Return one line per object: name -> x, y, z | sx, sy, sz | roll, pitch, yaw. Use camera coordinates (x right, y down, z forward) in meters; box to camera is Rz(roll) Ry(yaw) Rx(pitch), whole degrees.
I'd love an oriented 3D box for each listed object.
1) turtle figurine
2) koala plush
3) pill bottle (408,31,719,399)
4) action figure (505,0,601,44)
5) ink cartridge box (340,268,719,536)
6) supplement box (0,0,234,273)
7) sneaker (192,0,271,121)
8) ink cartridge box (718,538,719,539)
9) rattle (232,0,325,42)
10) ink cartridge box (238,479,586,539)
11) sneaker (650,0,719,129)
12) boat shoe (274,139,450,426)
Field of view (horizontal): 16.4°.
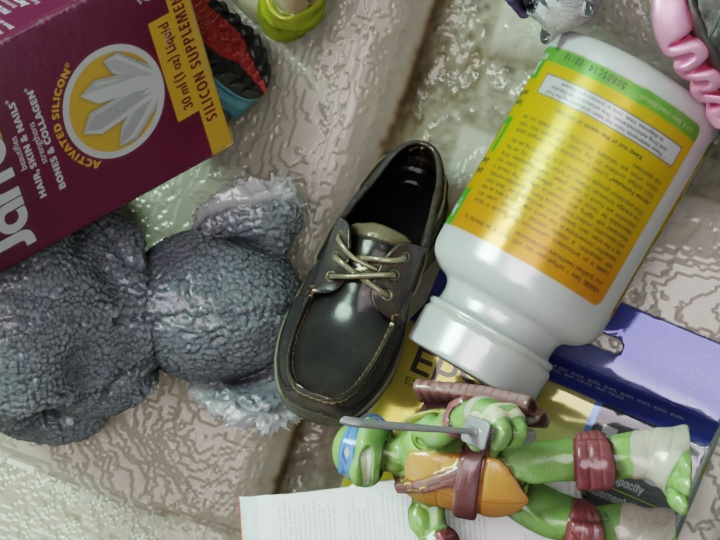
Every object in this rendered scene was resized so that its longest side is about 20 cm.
turtle figurine -> 0.078, 0.138, 1.345 | 0.194, 0.200, 0.144 | 5, 96, 1
koala plush -> -0.126, 0.024, 1.489 | 0.200, 0.184, 0.178 | 1, 92, 0
pill bottle -> 0.112, -0.027, 1.440 | 0.111, 0.111, 0.200 | 30, 88, 10
action figure -> 0.092, -0.226, 1.411 | 0.105, 0.200, 0.194 | -17, 82, 15
ink cartridge box -> 0.104, 0.107, 1.495 | 0.197, 0.047, 0.200 | 22, 98, 11
supplement box -> -0.189, -0.095, 1.397 | 0.200, 0.103, 0.131 | -31, 125, -24
sneaker -> -0.153, -0.155, 1.519 | 0.200, 0.079, 0.096 | 48, 124, 1
ink cartridge box -> 0.313, 0.202, 1.430 | 0.146, 0.083, 0.200 | -38, 84, 10
rattle -> -0.058, -0.245, 1.511 | 0.143, 0.130, 0.200 | -42, 56, 0
ink cartridge box -> 0.034, 0.176, 1.453 | 0.200, 0.050, 0.109 | -6, 80, 9
sneaker -> 0.241, -0.105, 1.399 | 0.095, 0.079, 0.200 | -21, 128, 23
boat shoe -> 0.000, 0.000, 1.446 | 0.074, 0.073, 0.200 | 14, 50, 8
